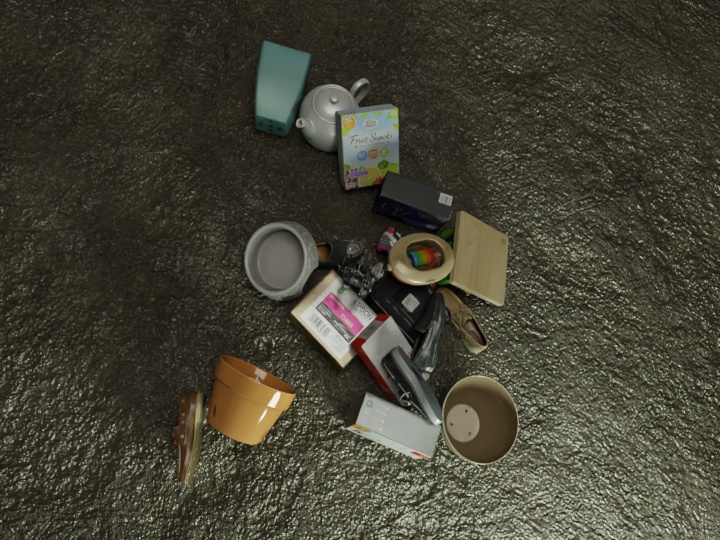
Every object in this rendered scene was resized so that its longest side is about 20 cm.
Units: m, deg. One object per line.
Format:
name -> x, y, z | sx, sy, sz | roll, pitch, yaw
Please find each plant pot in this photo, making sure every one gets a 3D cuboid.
plant pot -> -0.264, 0.303, 1.365 | 0.196, 0.200, 0.143 | 26, 86, -2
plant pot -> -0.229, -0.492, 1.648 | 0.137, 0.141, 0.206 | 13, 77, -7
plant pot -> 0.275, 0.374, 1.474 | 0.194, 0.135, 0.207 | 3, 72, -11

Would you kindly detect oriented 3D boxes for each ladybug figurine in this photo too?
ladybug figurine -> 0.147, -0.023, 1.510 | 0.195, 0.072, 0.139 | -8, 68, -26

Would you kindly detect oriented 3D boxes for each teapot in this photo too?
teapot -> -0.078, -0.445, 1.654 | 0.191, 0.146, 0.206 | 9, 70, -9

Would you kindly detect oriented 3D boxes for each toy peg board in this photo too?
toy peg board -> 0.302, -0.024, 1.629 | 0.196, 0.097, 0.206 | 23, 67, -32

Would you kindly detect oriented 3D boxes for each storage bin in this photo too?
storage bin -> 0.123, 0.101, 1.552 | 0.135, 0.094, 0.200 | -42, 86, -20

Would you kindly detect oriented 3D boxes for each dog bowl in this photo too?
dog bowl -> -0.205, -0.028, 1.494 | 0.194, 0.059, 0.207 | -1, 86, 15

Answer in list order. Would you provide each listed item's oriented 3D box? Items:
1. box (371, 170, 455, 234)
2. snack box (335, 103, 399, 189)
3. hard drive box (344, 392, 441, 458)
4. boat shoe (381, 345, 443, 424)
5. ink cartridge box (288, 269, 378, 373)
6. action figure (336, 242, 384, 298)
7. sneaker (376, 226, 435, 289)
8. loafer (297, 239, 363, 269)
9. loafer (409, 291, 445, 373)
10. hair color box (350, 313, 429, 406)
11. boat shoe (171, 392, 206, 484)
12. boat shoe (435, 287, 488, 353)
box -> 0.141, -0.182, 1.617 | 0.195, 0.141, 0.081 | 18, 77, -5
snack box -> 0.021, -0.339, 1.622 | 0.164, 0.068, 0.206 | -12, 117, -15
hard drive box -> 0.074, 0.375, 1.421 | 0.195, 0.156, 0.079 | 23, 69, -3
boat shoe -> 0.117, 0.279, 1.386 | 0.068, 0.073, 0.202 | -39, 76, 17
ink cartridge box -> -0.062, 0.129, 1.513 | 0.200, 0.075, 0.165 | 44, 71, 5
action figure -> 0.000, 0.000, 1.496 | 0.117, 0.200, 0.104 | 29, 101, -6
sneaker -> 0.128, -0.024, 1.609 | 0.075, 0.081, 0.200 | -43, 84, 8
loafer -> -0.079, -0.044, 1.565 | 0.194, 0.072, 0.075 | -14, 75, -16
loafer -> 0.163, 0.147, 1.459 | 0.069, 0.068, 0.206 | 17, 73, -14
hair color box -> 0.076, 0.223, 1.477 | 0.111, 0.063, 0.202 | -41, 109, -22
boat shoe -> -0.401, 0.383, 1.367 | 0.065, 0.072, 0.206 | 4, 66, -5
boat shoe -> 0.275, 0.125, 1.590 | 0.071, 0.065, 0.202 | -34, 82, -20
